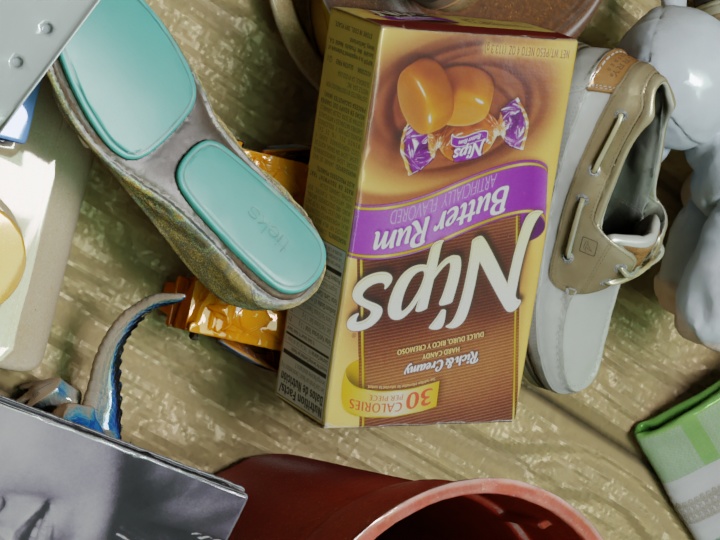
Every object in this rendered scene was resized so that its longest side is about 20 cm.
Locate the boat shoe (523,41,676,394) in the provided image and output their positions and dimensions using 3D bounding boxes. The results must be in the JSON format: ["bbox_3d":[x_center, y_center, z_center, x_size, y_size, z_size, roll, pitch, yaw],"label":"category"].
[{"bbox_3d":[0.121,-0.019,1.115,0.075,0.068,0.200,-36,134,-47],"label":"boat shoe"}]

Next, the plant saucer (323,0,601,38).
[{"bbox_3d":[0.063,-0.187,1.084,0.200,0.034,0.200,-5,101,-31],"label":"plant saucer"}]

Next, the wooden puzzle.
[{"bbox_3d":[-0.209,-0.057,0.982,0.200,0.046,0.185,14,89,-33],"label":"wooden puzzle"}]

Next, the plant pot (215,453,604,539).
[{"bbox_3d":[-0.002,0.181,1.058,0.201,0.195,0.201,-5,100,-31],"label":"plant pot"}]

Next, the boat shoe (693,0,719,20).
[{"bbox_3d":[0.272,-0.186,1.255,0.200,0.072,0.065,-16,94,-26],"label":"boat shoe"}]

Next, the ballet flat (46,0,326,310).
[{"bbox_3d":[-0.096,-0.058,1.006,0.071,0.071,0.200,-45,106,-19],"label":"ballet flat"}]

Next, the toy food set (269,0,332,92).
[{"bbox_3d":[0.040,-0.166,1.120,0.200,0.049,0.198,-27,110,-27],"label":"toy food set"}]

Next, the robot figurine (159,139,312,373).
[{"bbox_3d":[0.000,0.000,1.114,0.200,0.058,0.145,14,90,-32],"label":"robot figurine"}]

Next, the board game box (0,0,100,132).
[{"bbox_3d":[-0.208,-0.159,0.924,0.200,0.026,0.200,37,87,-9],"label":"board game box"}]

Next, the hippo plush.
[{"bbox_3d":[0.193,-0.060,1.158,0.161,0.200,0.159,34,46,-21],"label":"hippo plush"}]

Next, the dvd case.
[{"bbox_3d":[-0.173,0.132,0.991,0.200,0.016,0.149,23,104,-15],"label":"dvd case"}]

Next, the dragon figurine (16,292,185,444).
[{"bbox_3d":[-0.131,0.106,1.045,0.099,0.059,0.200,39,81,-32],"label":"dragon figurine"}]

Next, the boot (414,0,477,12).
[{"bbox_3d":[0.096,-0.195,1.047,0.200,0.074,0.075,-56,131,-15],"label":"boot"}]

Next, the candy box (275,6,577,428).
[{"bbox_3d":[0.032,-0.024,1.053,0.117,0.056,0.200,0,107,-31],"label":"candy box"}]

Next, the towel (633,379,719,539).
[{"bbox_3d":[0.272,0.137,1.284,0.149,0.031,0.200,-32,115,6],"label":"towel"}]
